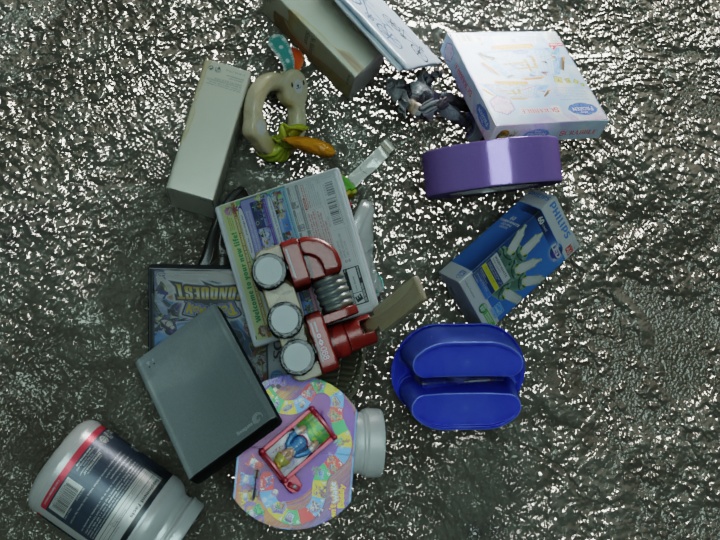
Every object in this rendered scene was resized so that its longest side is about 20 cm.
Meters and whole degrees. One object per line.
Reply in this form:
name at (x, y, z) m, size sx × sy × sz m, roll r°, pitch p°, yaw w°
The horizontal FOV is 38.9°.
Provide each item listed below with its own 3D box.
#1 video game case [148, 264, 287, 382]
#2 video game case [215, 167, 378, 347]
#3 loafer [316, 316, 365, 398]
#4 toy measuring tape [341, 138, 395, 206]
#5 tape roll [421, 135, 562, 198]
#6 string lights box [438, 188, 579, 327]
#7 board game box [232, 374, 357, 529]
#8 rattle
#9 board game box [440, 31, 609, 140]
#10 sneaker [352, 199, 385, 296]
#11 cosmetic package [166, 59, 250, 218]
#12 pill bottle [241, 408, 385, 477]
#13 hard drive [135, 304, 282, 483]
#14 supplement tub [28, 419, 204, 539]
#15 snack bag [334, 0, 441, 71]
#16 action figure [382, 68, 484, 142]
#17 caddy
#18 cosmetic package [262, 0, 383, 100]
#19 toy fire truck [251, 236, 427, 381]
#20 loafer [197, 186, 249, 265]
video game case at (-0.198, 0.083, 1.435) m, size 0.198 × 0.026 × 0.183 m, roll 1°, pitch 103°, yaw -9°
video game case at (-0.087, -0.017, 1.389) m, size 0.180 × 0.022 × 0.202 m, roll -17°, pitch 86°, yaw 6°
loafer at (-0.024, 0.080, 1.422) m, size 0.075 × 0.068 × 0.202 m, roll 2°, pitch 89°, yaw 10°
toy measuring tape at (-0.020, -0.132, 1.517) m, size 0.200 × 0.074 × 0.074 m, roll -43°, pitch 87°, yaw -13°
tape roll at (0.190, -0.148, 1.478) m, size 0.198 × 0.200 × 0.066 m, roll -7°, pitch 91°, yaw -9°
string lights box at (0.222, -0.017, 1.511) m, size 0.200 × 0.059 × 0.103 m, roll -41°, pitch 121°, yaw -13°
board game box at (-0.082, 0.236, 1.331) m, size 0.156 × 0.039 × 0.202 m, roll 6°, pitch 79°, yaw -7°
rattle at (-0.085, -0.261, 1.492) m, size 0.130 × 0.142 × 0.201 m, roll 37°, pitch 61°, yaw -29°
board game box at (0.245, -0.279, 1.538) m, size 0.198 × 0.041 × 0.201 m, roll -6°, pitch 55°, yaw -22°
sneaker at (0.000, 0.000, 1.498) m, size 0.088 × 0.075 × 0.202 m, roll 17°, pitch 87°, yaw -7°
cosmetic package at (-0.219, -0.190, 1.485) m, size 0.072 × 0.104 × 0.202 m, roll 16°, pitch 76°, yaw -3°
pill bottle at (-0.069, 0.238, 1.413) m, size 0.198 × 0.116 × 0.118 m, roll 2°, pitch 78°, yaw -9°
hard drive at (-0.203, 0.161, 1.353) m, size 0.139 × 0.033 × 0.201 m, roll -36°, pitch 58°, yaw 2°
supplement tub at (-0.323, 0.307, 1.352) m, size 0.199 × 0.140 × 0.141 m, roll 35°, pitch 76°, yaw 0°
snack bag at (0.031, -0.369, 1.528) m, size 0.189 × 0.200 × 0.021 m, roll 47°, pitch 113°, yaw 3°
action figure at (0.124, -0.256, 1.551) m, size 0.198 × 0.070 × 0.131 m, roll 17°, pitch 41°, yaw -15°
caddy at (0.144, 0.150, 1.467) m, size 0.198 × 0.105 × 0.143 m, roll 0°, pitch 101°, yaw -6°
cosmetic package at (-0.057, -0.365, 1.542) m, size 0.071 × 0.105 × 0.200 m, roll -43°, pitch 85°, yaw -12°
toy fire truck at (-0.028, 0.033, 1.317) m, size 0.198 × 0.129 × 0.178 m, roll -19°, pitch 85°, yaw -6°
loafer at (-0.193, -0.022, 1.476) m, size 0.071 × 0.073 × 0.202 m, roll 21°, pitch 86°, yaw -6°
